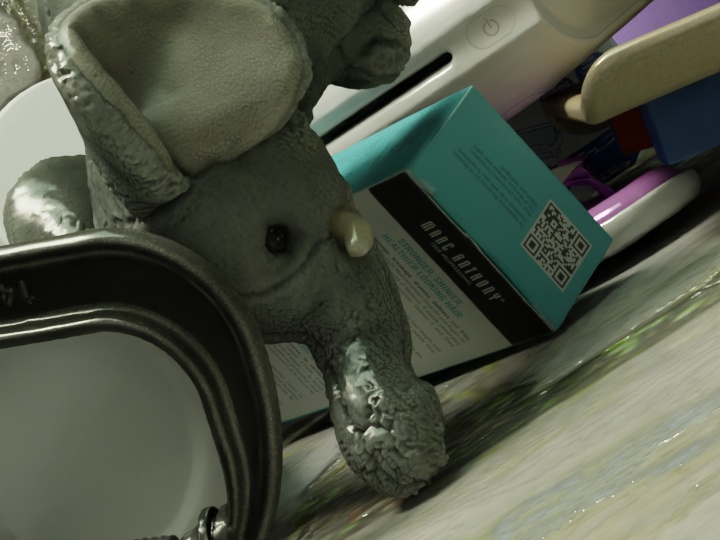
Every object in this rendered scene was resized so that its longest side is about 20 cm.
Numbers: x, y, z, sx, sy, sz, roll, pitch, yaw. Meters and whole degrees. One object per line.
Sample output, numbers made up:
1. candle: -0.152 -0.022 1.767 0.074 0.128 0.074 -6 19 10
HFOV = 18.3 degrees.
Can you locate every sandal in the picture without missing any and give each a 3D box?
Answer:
1. sandal: 0.067 -0.020 0.916 0.082 0.050 0.203 -35 4 -21

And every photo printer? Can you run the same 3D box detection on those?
1. photo printer: 0.048 -0.101 0.936 0.166 0.070 0.200 -31 6 36

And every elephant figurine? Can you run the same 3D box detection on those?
1. elephant figurine: -0.050 -0.040 0.709 0.154 0.142 0.201 -7 48 24

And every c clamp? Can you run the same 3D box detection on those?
1. c clamp: -0.106 0.072 0.695 0.199 0.172 0.027 -15 14 22

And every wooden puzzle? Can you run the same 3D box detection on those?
1. wooden puzzle: 0.166 -0.085 0.856 0.184 0.047 0.200 -22 0 2

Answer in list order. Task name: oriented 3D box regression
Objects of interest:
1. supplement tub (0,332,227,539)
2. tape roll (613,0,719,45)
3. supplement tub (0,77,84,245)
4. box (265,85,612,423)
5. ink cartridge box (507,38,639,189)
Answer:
1. supplement tub: -0.109 0.061 0.827 0.122 0.123 0.200 -33 5 -7
2. tape roll: 0.122 -0.125 1.185 0.199 0.066 0.200 -15 -1 0
3. supplement tub: -0.130 0.017 1.039 0.132 0.132 0.200 -36 -15 -36
4. box: 0.000 0.000 0.865 0.200 0.082 0.049 -22 26 53
5. ink cartridge box: 0.043 -0.027 1.054 0.200 0.044 0.094 -34 -14 -9
